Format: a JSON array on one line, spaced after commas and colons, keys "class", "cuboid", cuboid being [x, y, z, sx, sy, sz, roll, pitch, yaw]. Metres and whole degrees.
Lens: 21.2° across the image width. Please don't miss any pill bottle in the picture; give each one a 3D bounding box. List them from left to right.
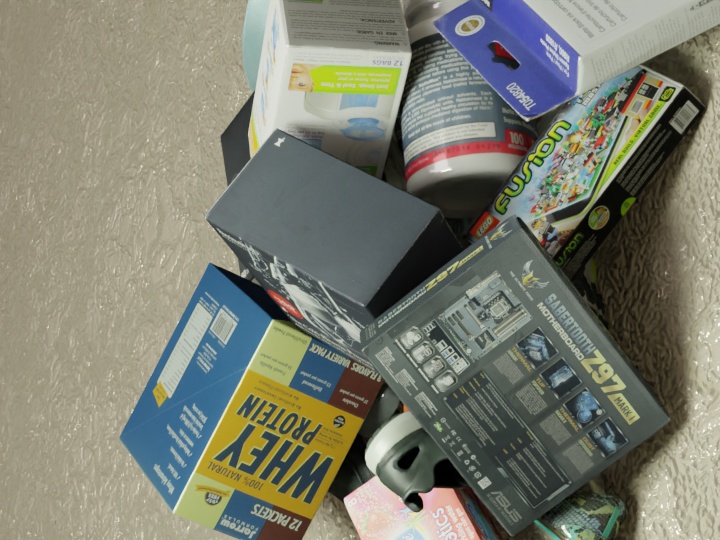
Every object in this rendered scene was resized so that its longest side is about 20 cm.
[{"class": "pill bottle", "cuboid": [0.090, -0.158, 1.673, 0.119, 0.119, 0.201, -32, 58, 53]}]

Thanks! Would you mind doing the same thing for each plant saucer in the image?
[{"class": "plant saucer", "cuboid": [-0.070, -0.283, 2.135, 0.201, 0.039, 0.202, -26, 60, 54]}]

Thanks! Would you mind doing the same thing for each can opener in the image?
[{"class": "can opener", "cuboid": [0.058, 0.106, 1.767, 0.200, 0.066, 0.053, -50, 16, 36]}]

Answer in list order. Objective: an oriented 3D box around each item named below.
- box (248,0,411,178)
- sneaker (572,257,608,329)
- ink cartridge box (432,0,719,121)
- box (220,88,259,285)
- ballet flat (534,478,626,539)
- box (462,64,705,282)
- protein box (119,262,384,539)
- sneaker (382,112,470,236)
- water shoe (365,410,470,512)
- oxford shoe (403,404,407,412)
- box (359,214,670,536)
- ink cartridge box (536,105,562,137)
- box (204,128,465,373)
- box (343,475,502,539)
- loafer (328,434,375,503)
[{"class": "box", "cuboid": [-0.031, -0.152, 1.686, 0.200, 0.112, 0.102, 105, 162, -46]}, {"class": "sneaker", "cuboid": [0.156, 0.021, 1.596, 0.079, 0.078, 0.201, -20, 50, 22]}, {"class": "ink cartridge box", "cuboid": [0.175, -0.220, 1.556, 0.200, 0.199, 0.041, 53, 169, 51]}, {"class": "box", "cuboid": [-0.066, -0.088, 2.000, 0.122, 0.106, 0.201, -48, 42, 43]}, {"class": "ballet flat", "cuboid": [0.155, 0.182, 1.592, 0.200, 0.074, 0.075, 29, 107, 57]}, {"class": "box", "cuboid": [0.179, -0.078, 1.561, 0.200, 0.035, 0.110, -53, 37, 0]}, {"class": "protein box", "cuboid": [-0.107, 0.130, 1.836, 0.201, 0.135, 0.198, -63, 27, 4]}, {"class": "sneaker", "cuboid": [0.055, -0.101, 1.767, 0.078, 0.086, 0.201, 96, 168, -54]}, {"class": "water shoe", "cuboid": [0.095, 0.144, 1.588, 0.079, 0.199, 0.072, 53, 144, 25]}, {"class": "oxford shoe", "cuboid": [0.080, 0.128, 1.713, 0.071, 0.073, 0.201, 53, 131, 54]}, {"class": "box", "cuboid": [0.119, 0.082, 1.488, 0.158, 0.200, 0.051, -38, 14, 8]}, {"class": "ink cartridge box", "cuboid": [0.134, -0.158, 1.756, 0.200, 0.047, 0.160, 55, 129, 30]}, {"class": "box", "cuboid": [0.000, 0.000, 1.618, 0.200, 0.182, 0.104, 28, 73, 39]}, {"class": "box", "cuboid": [0.076, 0.257, 1.617, 0.095, 0.103, 0.200, -35, 45, 7]}, {"class": "loafer", "cuboid": [-0.020, 0.193, 1.860, 0.201, 0.070, 0.068, -128, 32, -54]}]
